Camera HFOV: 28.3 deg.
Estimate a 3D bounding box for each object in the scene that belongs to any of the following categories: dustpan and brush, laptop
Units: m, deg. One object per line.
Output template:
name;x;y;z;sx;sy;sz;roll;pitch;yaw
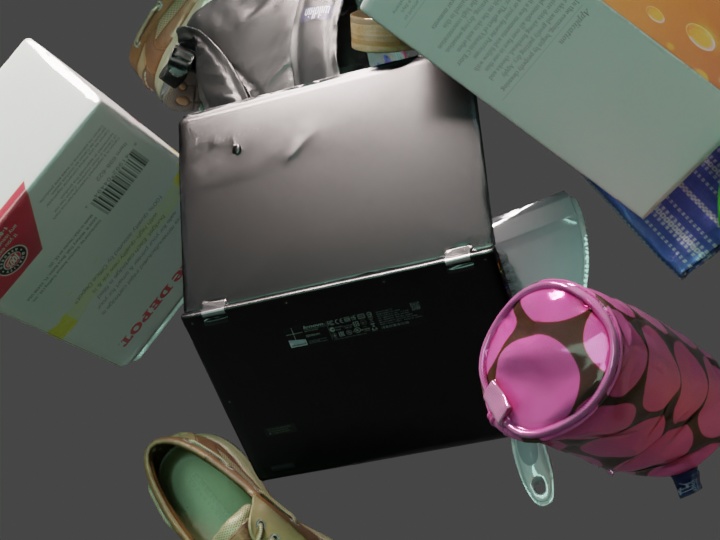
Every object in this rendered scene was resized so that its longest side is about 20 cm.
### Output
dustpan and brush;0.091;0.052;0.878;0.139;0.057;0.201;-21;67;14
laptop;0.000;0.000;0.846;0.187;0.201;0.116;-12;30;16

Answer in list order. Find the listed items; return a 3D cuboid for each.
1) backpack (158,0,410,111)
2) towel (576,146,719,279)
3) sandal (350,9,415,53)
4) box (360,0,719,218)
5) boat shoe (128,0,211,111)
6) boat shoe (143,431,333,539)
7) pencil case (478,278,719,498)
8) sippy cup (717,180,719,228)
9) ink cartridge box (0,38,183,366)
backpack;-0.025;-0.098;0.933;0.167;0.126;0.201;-30;62;28
towel;0.232;-0.107;0.895;0.200;0.024;0.145;-41;63;5
sandal;0.076;-0.139;0.907;0.077;0.211;0.070;16;115;44
box;0.121;-0.148;0.803;0.200;0.098;0.125;36;43;-6
boat shoe;-0.100;-0.213;1.029;0.072;0.076;0.200;34;86;29
boat shoe;-0.069;0.175;0.892;0.200;0.074;0.076;39;90;27
pencil case;0.134;0.067;0.779;0.094;0.200;0.091;-34;60;19
sippy cup;0.262;-0.034;0.791;0.139;0.130;0.178;27;93;9
ink cartridge box;-0.184;-0.036;0.935;0.083;0.200;0.145;39;89;30
